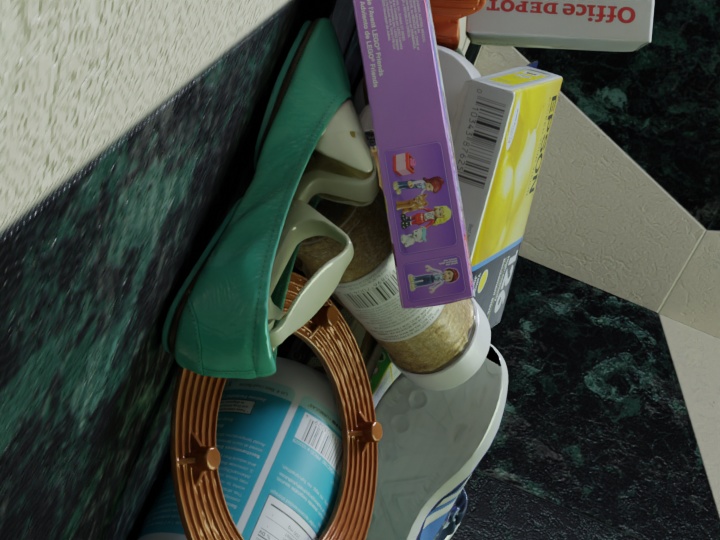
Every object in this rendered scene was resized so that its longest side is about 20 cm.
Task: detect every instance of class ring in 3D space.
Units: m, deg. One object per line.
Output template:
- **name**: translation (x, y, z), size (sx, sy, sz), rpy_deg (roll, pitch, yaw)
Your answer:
- **ring**: translation (-0.039, 0.099, 0.855), size (0.200, 0.019, 0.203), rpy_deg (14, 74, -56)

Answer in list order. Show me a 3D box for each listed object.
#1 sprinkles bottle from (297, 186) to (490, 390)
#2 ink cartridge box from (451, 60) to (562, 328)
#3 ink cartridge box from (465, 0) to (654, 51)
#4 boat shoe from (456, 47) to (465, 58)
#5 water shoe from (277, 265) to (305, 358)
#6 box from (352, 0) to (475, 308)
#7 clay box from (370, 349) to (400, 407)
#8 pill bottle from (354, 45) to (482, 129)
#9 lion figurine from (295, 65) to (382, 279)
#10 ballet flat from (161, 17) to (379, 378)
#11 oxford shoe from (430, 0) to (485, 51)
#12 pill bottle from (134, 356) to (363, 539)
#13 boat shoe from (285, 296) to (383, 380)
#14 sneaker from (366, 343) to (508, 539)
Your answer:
- **sprinkles bottle**: translation (0.016, 0.003, 0.922), size (0.200, 0.068, 0.069), rpy_deg (49, 58, -51)
- **ink cartridge box**: translation (0.099, -0.048, 1.106), size (0.200, 0.046, 0.200), rpy_deg (-25, 130, -64)
- **ink cartridge box**: translation (0.161, -0.279, 1.185), size (0.146, 0.145, 0.203), rpy_deg (-47, 140, -82)
- **boat shoe**: translation (0.034, -0.107, 1.306), size (0.062, 0.074, 0.202), rpy_deg (-36, 149, -81)
- **water shoe**: translation (-0.041, 0.054, 1.141), size (0.079, 0.071, 0.202), rpy_deg (-71, -178, -57)
- **box**: translation (0.027, -0.082, 0.802), size (0.137, 0.039, 0.203), rpy_deg (16, 65, -85)
- **clay box**: translation (-0.003, 0.129, 1.137), size (0.115, 0.047, 0.201), rpy_deg (-57, 161, -29)
- **pill bottle**: translation (0.047, -0.113, 1.167), size (0.200, 0.110, 0.113), rpy_deg (64, 48, -85)
- **lion figurine**: translation (0.009, -0.087, 0.987), size (0.201, 0.072, 0.123), rpy_deg (-58, 158, -29)
- **ballet flat**: translation (-0.030, -0.032, 0.746), size (0.068, 0.070, 0.202), rpy_deg (88, 22, -65)
- **oxford shoe**: translation (0.052, -0.218, 1.090), size (0.200, 0.070, 0.074), rpy_deg (130, -34, -80)
- **pill bottle**: translation (-0.075, 0.159, 0.913), size (0.111, 0.110, 0.201), rpy_deg (108, 6, -53)
- **boat shoe**: translation (0.000, 0.000, 1.032), size (0.073, 0.064, 0.202), rpy_deg (73, 38, -74)
- **sneaker**: translation (0.049, 0.135, 1.074), size (0.202, 0.080, 0.146), rpy_deg (-62, 166, 6)
